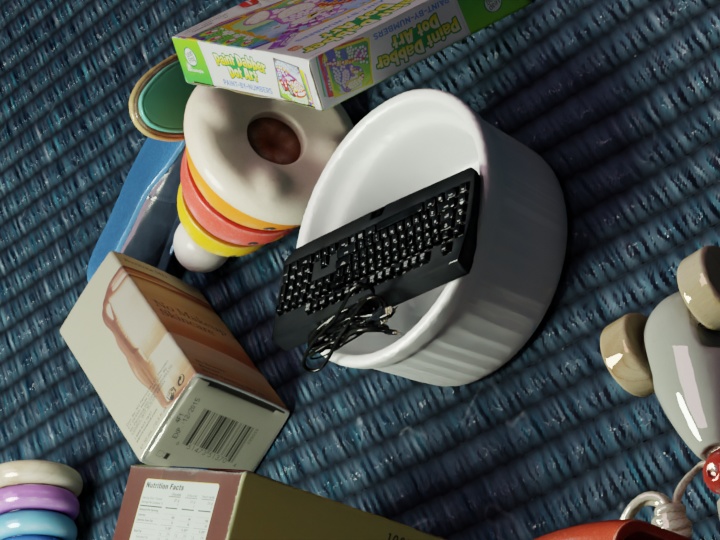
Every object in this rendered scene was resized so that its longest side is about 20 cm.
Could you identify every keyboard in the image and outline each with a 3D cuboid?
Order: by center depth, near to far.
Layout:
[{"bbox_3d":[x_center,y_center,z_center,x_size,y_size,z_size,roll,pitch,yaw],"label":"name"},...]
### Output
[{"bbox_3d":[0.000,0.000,1.492,0.200,0.039,0.105,-26,52,45],"label":"keyboard"}]

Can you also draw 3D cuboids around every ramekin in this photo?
[{"bbox_3d":[0.052,-0.016,1.549,0.200,0.097,0.202,-30,50,42],"label":"ramekin"}]

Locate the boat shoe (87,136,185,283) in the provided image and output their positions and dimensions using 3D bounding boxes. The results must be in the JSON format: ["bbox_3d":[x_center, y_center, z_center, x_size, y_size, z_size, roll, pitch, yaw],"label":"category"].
[{"bbox_3d":[-0.162,-0.063,1.883,0.201,0.068,0.084,-59,28,11],"label":"boat shoe"}]

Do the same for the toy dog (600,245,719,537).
[{"bbox_3d":[0.219,0.088,1.305,0.131,0.096,0.201,-14,76,45],"label":"toy dog"}]

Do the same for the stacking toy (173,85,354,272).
[{"bbox_3d":[-0.097,-0.060,1.776,0.200,0.145,0.147,128,146,-52],"label":"stacking toy"}]

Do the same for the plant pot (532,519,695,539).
[{"bbox_3d":[0.148,0.248,1.215,0.176,0.199,0.201,1,72,64],"label":"plant pot"}]

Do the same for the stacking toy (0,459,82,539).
[{"bbox_3d":[-0.275,0.264,1.848,0.085,0.085,0.201,-26,57,43],"label":"stacking toy"}]

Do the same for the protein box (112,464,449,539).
[{"bbox_3d":[-0.064,0.251,1.469,0.135,0.198,0.201,-2,70,52],"label":"protein box"}]

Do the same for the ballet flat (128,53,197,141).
[{"bbox_3d":[-0.126,-0.152,1.808,0.063,0.200,0.069,-11,106,47],"label":"ballet flat"}]

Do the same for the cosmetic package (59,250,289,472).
[{"bbox_3d":[-0.149,0.079,1.758,0.088,0.103,0.200,-57,38,11],"label":"cosmetic package"}]

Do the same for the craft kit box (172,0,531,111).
[{"bbox_3d":[-0.009,-0.186,1.659,0.197,0.199,0.049,19,132,52],"label":"craft kit box"}]
